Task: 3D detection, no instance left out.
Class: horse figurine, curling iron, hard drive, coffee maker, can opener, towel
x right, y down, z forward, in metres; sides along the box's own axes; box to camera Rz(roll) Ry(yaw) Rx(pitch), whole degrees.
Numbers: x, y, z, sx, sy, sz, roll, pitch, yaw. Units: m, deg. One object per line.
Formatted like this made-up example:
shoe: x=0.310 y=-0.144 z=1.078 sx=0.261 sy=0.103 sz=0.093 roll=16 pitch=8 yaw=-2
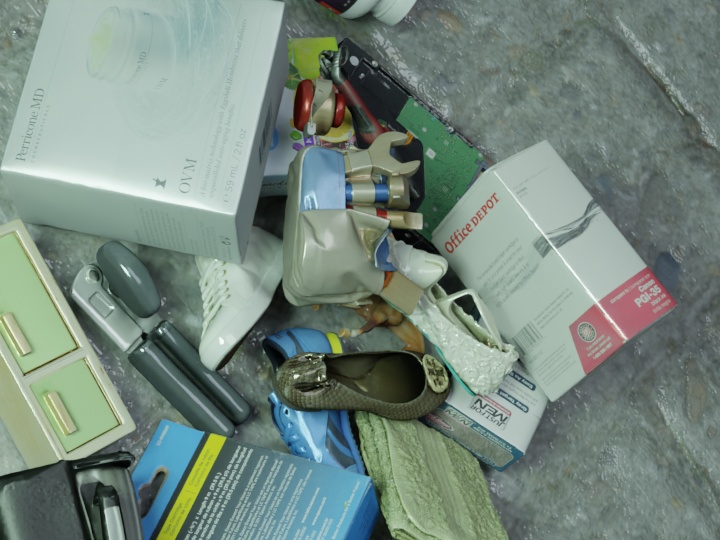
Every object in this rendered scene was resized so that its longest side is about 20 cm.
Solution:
horse figurine: x=0.000 y=0.000 z=1.508 sx=0.132 sy=0.050 sz=0.201 roll=4 pitch=60 yaw=-46
curling iron: x=0.014 y=-0.135 z=1.489 sx=0.200 sy=0.025 sz=0.050 roll=54 pitch=30 yaw=-40
hard drive: x=0.025 y=-0.118 z=1.585 sx=0.200 sy=0.038 sz=0.140 roll=38 pitch=56 yaw=-13
coffee maker: x=-0.244 y=0.259 z=1.225 sx=0.191 sy=0.135 sz=0.201 roll=-15 pitch=76 yaw=-5
can opener: x=-0.171 y=0.066 z=1.375 sx=0.200 sy=0.066 sz=0.053 roll=50 pitch=52 yaw=-11
towel: x=0.067 y=0.195 z=1.418 sx=0.148 sy=0.037 sz=0.200 roll=32 pitch=19 yaw=-25

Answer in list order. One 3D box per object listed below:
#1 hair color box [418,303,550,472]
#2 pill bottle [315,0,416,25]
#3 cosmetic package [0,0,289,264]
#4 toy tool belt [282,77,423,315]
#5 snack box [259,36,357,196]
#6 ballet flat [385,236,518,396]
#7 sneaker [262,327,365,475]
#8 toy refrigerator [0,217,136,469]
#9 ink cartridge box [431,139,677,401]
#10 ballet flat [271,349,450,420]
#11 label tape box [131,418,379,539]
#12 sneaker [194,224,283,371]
hair color box: x=0.144 y=0.084 z=1.557 sx=0.100 sy=0.061 sz=0.200 roll=33 pitch=56 yaw=-5
pill bottle: x=-0.033 y=-0.326 z=1.587 sx=0.200 sy=0.112 sz=0.113 roll=29 pitch=58 yaw=-19
cosmetic package: x=-0.178 y=-0.133 z=1.354 sx=0.199 sy=0.123 sz=0.200 roll=10 pitch=70 yaw=3
toy tool belt: x=-0.001 y=-0.064 z=1.400 sx=0.122 sy=0.125 sz=0.201 roll=5 pitch=80 yaw=-14
snack box: x=-0.109 y=-0.140 z=1.471 sx=0.199 sy=0.053 sz=0.143 roll=-4 pitch=69 yaw=-18
ballet flat: x=0.071 y=0.026 z=1.466 sx=0.200 sy=0.072 sz=0.072 roll=48 pitch=54 yaw=-5
sneaker: x=-0.047 y=0.148 z=1.418 sx=0.078 sy=0.066 sz=0.201 roll=0 pitch=69 yaw=-29
toy refrigerator: x=-0.270 y=0.065 z=1.306 sx=0.076 sy=0.070 sz=0.201 roll=-27 pitch=87 yaw=-37
ink cartridge box: x=0.176 y=0.000 z=1.490 sx=0.083 sy=0.147 sz=0.200 roll=-30 pitch=79 yaw=-33
ballet flat: x=0.011 y=0.094 z=1.408 sx=0.199 sy=0.046 sz=0.068 roll=5 pitch=53 yaw=-40
label tape box: x=-0.102 y=0.221 z=1.336 sx=0.199 sy=0.063 sz=0.145 roll=14 pitch=56 yaw=20
sneaker: x=-0.121 y=0.017 z=1.399 sx=0.085 sy=0.073 sz=0.200 roll=35 pitch=27 yaw=-7
